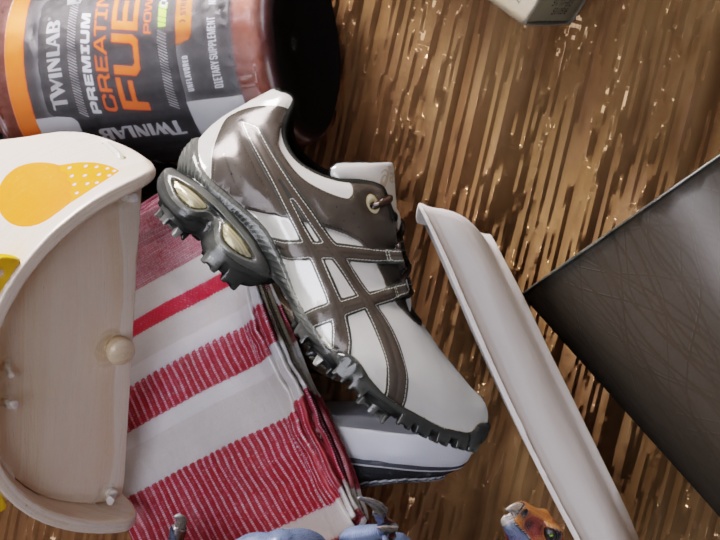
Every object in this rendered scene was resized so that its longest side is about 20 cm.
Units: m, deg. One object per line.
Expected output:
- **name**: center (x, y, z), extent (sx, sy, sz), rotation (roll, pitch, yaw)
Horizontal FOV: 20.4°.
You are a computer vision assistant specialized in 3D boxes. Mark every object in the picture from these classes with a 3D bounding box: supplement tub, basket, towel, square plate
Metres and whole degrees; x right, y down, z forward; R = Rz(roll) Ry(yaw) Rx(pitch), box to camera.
- **supplement tub**: center (-0.118, -0.105, 1.026), extent (0.199, 0.107, 0.107), rotation (-5, 94, 21)
- **basket**: center (0.196, 0.046, 0.900), extent (0.180, 0.136, 0.200), rotation (-38, 85, 40)
- **towel**: center (-0.088, 0.066, 1.018), extent (0.144, 0.023, 0.201), rotation (-29, 82, 32)
- **square plate**: center (0.079, 0.058, 0.919), extent (0.028, 0.200, 0.199), rotation (-25, 89, 2)

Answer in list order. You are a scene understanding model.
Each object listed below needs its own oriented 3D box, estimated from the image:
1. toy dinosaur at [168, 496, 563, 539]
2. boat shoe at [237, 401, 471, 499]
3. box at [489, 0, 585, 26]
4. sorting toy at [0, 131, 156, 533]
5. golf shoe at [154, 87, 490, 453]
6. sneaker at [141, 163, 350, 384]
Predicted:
- **toy dinosaur**: center (-0.003, 0.136, 0.945), extent (0.200, 0.181, 0.106), rotation (-144, 52, -61)
- **boat shoe**: center (-0.032, 0.105, 1.039), extent (0.199, 0.072, 0.068), rotation (-2, 94, 27)
- **box**: center (0.037, -0.211, 0.965), extent (0.200, 0.078, 0.095), rotation (36, 110, 15)
- **sorting toy**: center (-0.194, 0.016, 1.010), extent (0.180, 0.107, 0.201), rotation (33, 126, 44)
- **golf shoe**: center (0.000, 0.000, 0.942), extent (0.200, 0.078, 0.095), rotation (43, 92, -6)
- **sneaker**: center (-0.059, 0.015, 1.053), extent (0.200, 0.070, 0.076), rotation (34, 125, 22)
